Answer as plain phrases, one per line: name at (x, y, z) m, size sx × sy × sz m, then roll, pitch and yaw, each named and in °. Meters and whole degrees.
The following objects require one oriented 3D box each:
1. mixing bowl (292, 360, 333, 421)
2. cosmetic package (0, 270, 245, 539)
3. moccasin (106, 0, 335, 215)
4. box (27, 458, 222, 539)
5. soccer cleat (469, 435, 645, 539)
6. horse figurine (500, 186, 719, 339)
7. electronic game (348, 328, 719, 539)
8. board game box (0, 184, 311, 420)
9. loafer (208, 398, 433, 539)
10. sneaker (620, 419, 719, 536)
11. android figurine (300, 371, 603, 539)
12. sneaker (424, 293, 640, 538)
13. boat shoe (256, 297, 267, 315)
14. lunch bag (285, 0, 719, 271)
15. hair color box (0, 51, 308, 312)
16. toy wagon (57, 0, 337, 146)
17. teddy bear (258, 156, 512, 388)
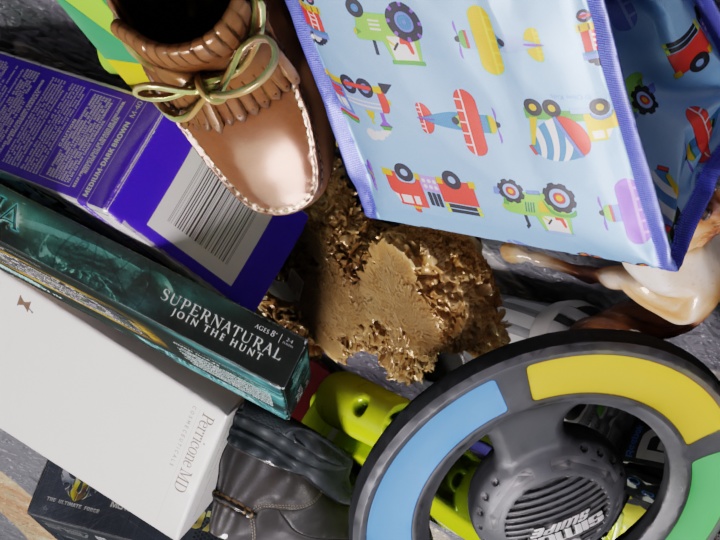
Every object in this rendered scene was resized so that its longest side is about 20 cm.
mixing bowl at (-0.073, 0.105, 1.447) m, size 0.199 × 0.109 × 0.200 m, roll 21°, pitch 160°, yaw 8°
cosmetic package at (-0.149, 0.043, 1.268) m, size 0.199 × 0.085 × 0.108 m, roll 31°, pitch 128°, yaw 11°
moccasin at (-0.064, -0.101, 0.902) m, size 0.073 × 0.078 × 0.202 m, roll -8°, pitch 126°, yaw 16°
box at (-0.084, 0.178, 1.413) m, size 0.199 × 0.051 × 0.158 m, roll 12°, pitch 156°, yaw 25°
soccer cleat at (0.114, 0.144, 1.395) m, size 0.199 × 0.065 × 0.084 m, roll 17°, pitch 178°, yaw 21°
horse figurine at (0.120, -0.015, 1.041) m, size 0.132 × 0.050 × 0.200 m, roll 17°, pitch 158°, yaw 24°
electronic game at (0.091, 0.109, 1.113) m, size 0.198 × 0.042 × 0.201 m, roll -9°, pitch 130°, yaw -11°
board game box at (-0.117, 0.009, 1.111) m, size 0.199 × 0.028 × 0.135 m, roll 27°, pitch 171°, yaw 4°
loafer at (-0.024, 0.136, 1.252) m, size 0.072 × 0.073 × 0.200 m, roll 23°, pitch 169°, yaw 37°
sneaker at (0.193, 0.103, 1.215) m, size 0.111 × 0.074 × 0.200 m, roll 17°, pitch 160°, yaw 7°
android figurine at (0.044, 0.113, 1.255) m, size 0.182 × 0.041 × 0.200 m, roll 38°, pitch 172°, yaw -37°
sneaker at (0.088, 0.066, 1.259) m, size 0.115 × 0.075 × 0.201 m, roll 19°, pitch 151°, yaw 27°
boat shoe at (-0.109, 0.002, 1.313) m, size 0.199 × 0.072 × 0.076 m, roll -2°, pitch 137°, yaw 30°
lunch bag at (0.044, -0.105, 0.867) m, size 0.150 × 0.094 × 0.200 m, roll 11°, pitch 147°, yaw 36°
hair color box at (-0.132, -0.048, 1.140) m, size 0.199 × 0.065 × 0.109 m, roll 22°, pitch 168°, yaw 48°
toy wagon at (-0.056, -0.099, 1.032) m, size 0.154 × 0.040 × 0.200 m, roll 11°, pitch 156°, yaw 30°
teddy bear at (0.000, 0.000, 1.165) m, size 0.145 × 0.067 × 0.200 m, roll 54°, pitch 151°, yaw -4°
